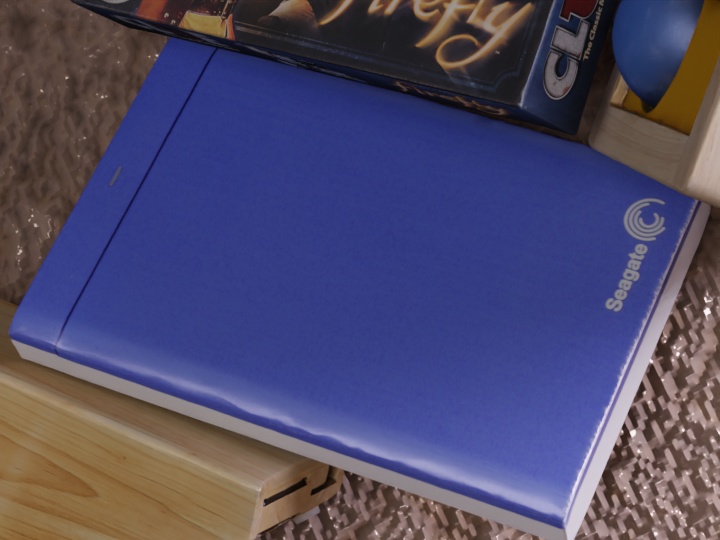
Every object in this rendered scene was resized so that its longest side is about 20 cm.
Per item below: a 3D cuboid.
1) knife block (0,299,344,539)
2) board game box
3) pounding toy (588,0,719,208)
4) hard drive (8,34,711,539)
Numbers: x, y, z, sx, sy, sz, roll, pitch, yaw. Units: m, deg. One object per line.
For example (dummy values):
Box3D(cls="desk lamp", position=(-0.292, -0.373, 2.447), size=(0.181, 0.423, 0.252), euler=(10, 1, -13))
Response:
Box3D(cls="knife block", position=(-0.126, 0.044, 0.829), size=(0.200, 0.064, 0.176), euler=(-29, 86, 29))
Box3D(cls="board game box", position=(0.003, -0.131, 0.779), size=(0.200, 0.035, 0.136), euler=(16, 88, 38))
Box3D(cls="pounding toy", position=(0.137, -0.104, 0.664), size=(0.142, 0.200, 0.185), euler=(19, 96, -6))
Box3D(cls="hard drive", position=(0.000, 0.000, 0.792), size=(0.199, 0.025, 0.132), euler=(17, 64, 19))
